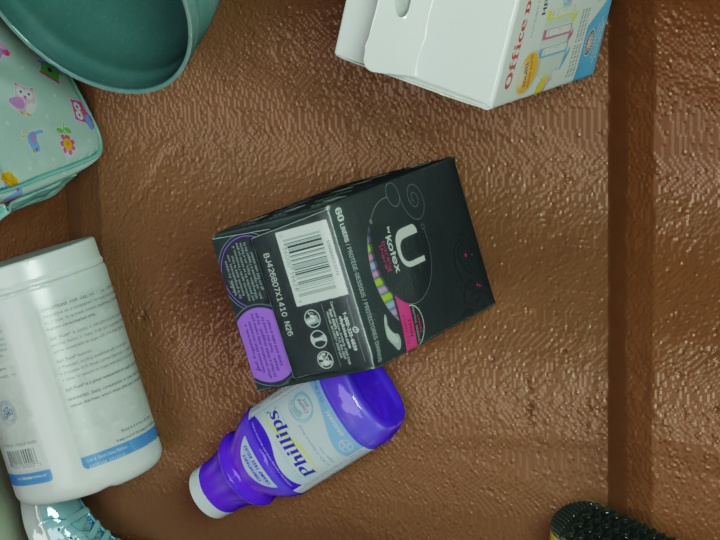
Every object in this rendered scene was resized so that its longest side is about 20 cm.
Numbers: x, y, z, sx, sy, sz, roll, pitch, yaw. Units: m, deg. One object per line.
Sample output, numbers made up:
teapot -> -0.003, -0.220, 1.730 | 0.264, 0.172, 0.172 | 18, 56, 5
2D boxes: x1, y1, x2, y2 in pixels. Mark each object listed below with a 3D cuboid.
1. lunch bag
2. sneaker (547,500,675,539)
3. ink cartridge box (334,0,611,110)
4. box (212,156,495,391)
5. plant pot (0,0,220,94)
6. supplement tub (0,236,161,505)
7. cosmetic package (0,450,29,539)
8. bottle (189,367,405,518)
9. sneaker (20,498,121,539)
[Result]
lunch bag -> -0.307, -0.117, 1.591 | 0.077, 0.200, 0.161 | -29, 90, 34
sneaker -> 0.225, 0.253, 1.472 | 0.199, 0.070, 0.090 | 28, 130, 21
ink cartridge box -> 0.082, -0.196, 1.348 | 0.125, 0.200, 0.129 | 22, 113, 23
box -> 0.000, 0.000, 1.446 | 0.106, 0.200, 0.123 | -13, 97, 31
plant pot -> -0.180, -0.255, 1.500 | 0.199, 0.134, 0.201 | 22, 143, 18
supplement tub -> -0.254, 0.084, 1.655 | 0.131, 0.132, 0.201 | -12, 96, 31
cosmetic package -> -0.365, 0.155, 1.771 | 0.103, 0.073, 0.201 | -2, 103, 30
bottle -> -0.057, 0.139, 1.595 | 0.200, 0.065, 0.084 | -34, 87, 32
sneaker -> -0.219, 0.255, 1.721 | 0.082, 0.074, 0.201 | -28, 97, 24
